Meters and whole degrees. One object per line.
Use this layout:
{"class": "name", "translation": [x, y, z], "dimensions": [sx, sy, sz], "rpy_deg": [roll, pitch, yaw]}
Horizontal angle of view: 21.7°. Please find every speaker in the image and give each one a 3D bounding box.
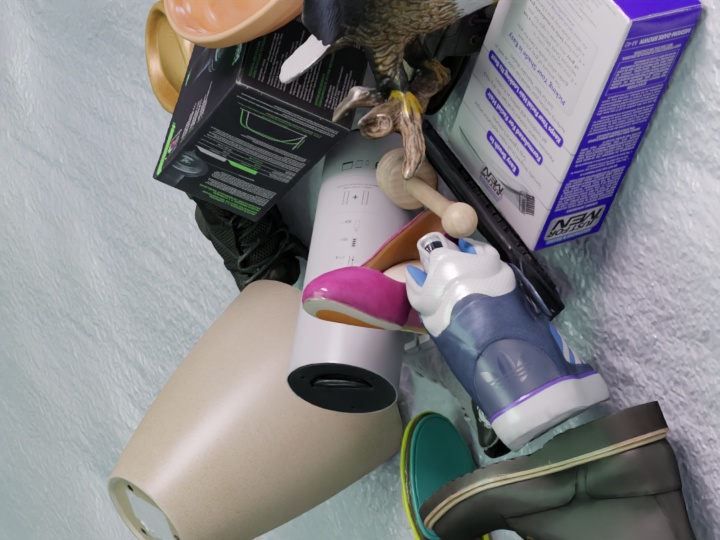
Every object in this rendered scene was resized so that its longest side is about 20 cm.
{"class": "speaker", "translation": [0.000, 0.000, 1.360], "dimensions": [0.081, 0.081, 0.201], "rpy_deg": [130, 153, -56]}

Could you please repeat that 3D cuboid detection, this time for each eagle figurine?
{"class": "eagle figurine", "translation": [0.027, -0.185, 1.151], "dimensions": [0.152, 0.150, 0.201], "rpy_deg": [43, 148, 49]}

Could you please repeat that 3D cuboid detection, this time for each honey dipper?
{"class": "honey dipper", "translation": [0.044, -0.050, 1.251], "dimensions": [0.200, 0.038, 0.038], "rpy_deg": [-128, 29, -76]}

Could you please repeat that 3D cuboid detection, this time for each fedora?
{"class": "fedora", "translation": [-0.129, -0.179, 1.595], "dimensions": [0.200, 0.082, 0.201], "rpy_deg": [35, 132, 49]}

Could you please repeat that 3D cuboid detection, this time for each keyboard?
{"class": "keyboard", "translation": [0.086, -0.038, 1.289], "dimensions": [0.200, 0.021, 0.127], "rpy_deg": [57, -177, 42]}

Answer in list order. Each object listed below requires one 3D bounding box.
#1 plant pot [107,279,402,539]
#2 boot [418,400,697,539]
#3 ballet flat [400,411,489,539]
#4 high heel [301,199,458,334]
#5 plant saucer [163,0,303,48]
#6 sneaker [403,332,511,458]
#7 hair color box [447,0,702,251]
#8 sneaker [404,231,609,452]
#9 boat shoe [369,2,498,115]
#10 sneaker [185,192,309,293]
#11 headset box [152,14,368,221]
{"class": "plant pot", "translation": [-0.101, 0.140, 1.518], "dimensions": [0.187, 0.200, 0.188], "rpy_deg": [34, 147, 26]}
{"class": "boot", "translation": [0.133, 0.183, 1.228], "dimensions": [0.200, 0.077, 0.139], "rpy_deg": [-30, 75, 43]}
{"class": "ballet flat", "translation": [0.067, 0.210, 1.455], "dimensions": [0.067, 0.067, 0.201], "rpy_deg": [-28, 80, 62]}
{"class": "high heel", "translation": [0.020, -0.009, 1.241], "dimensions": [0.067, 0.200, 0.096], "rpy_deg": [8, 89, 29]}
{"class": "plant saucer", "translation": [-0.058, -0.237, 1.289], "dimensions": [0.200, 0.037, 0.201], "rpy_deg": [-31, 43, 34]}
{"class": "sneaker", "translation": [0.070, 0.084, 1.384], "dimensions": [0.200, 0.075, 0.116], "rpy_deg": [-10, 98, 62]}
{"class": "hair color box", "translation": [0.131, -0.122, 1.192], "dimensions": [0.109, 0.065, 0.200], "rpy_deg": [55, 144, 30]}
{"class": "sneaker", "translation": [0.090, 0.037, 1.217], "dimensions": [0.147, 0.080, 0.200], "rpy_deg": [61, -172, 9]}
{"class": "boat shoe", "translation": [0.071, -0.175, 1.275], "dimensions": [0.066, 0.072, 0.201], "rpy_deg": [47, 146, 6]}
{"class": "sneaker", "translation": [-0.090, -0.041, 1.568], "dimensions": [0.114, 0.076, 0.200], "rpy_deg": [51, 167, 13]}
{"class": "headset box", "translation": [-0.067, -0.155, 1.409], "dimensions": [0.200, 0.092, 0.175], "rpy_deg": [-38, 33, 60]}
